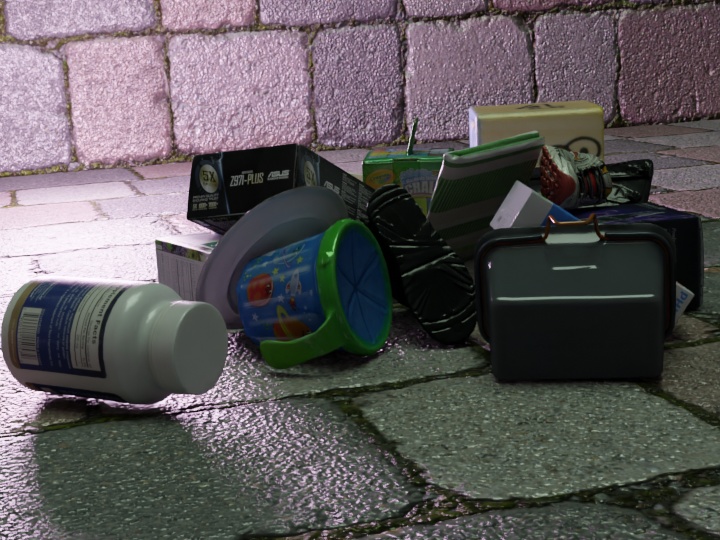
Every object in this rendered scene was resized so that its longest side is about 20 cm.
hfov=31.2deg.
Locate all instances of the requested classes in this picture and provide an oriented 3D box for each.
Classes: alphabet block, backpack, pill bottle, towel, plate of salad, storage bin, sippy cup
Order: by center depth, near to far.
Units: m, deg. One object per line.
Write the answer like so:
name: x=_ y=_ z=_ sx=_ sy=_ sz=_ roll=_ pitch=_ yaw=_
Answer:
pill bottle: x=-0.225 y=0.064 z=1.189 sx=0.198 sy=0.113 sz=0.111 roll=3 pitch=12 yaw=30
storage bin: x=0.204 y=0.030 z=1.217 sx=0.197 sy=0.147 sz=0.135 roll=-2 pitch=21 yaw=8
sippy cup: x=-0.052 y=0.026 z=1.326 sx=0.129 sy=0.142 sz=0.177 roll=-10 pitch=-4 yaw=26
plate of salad: x=-0.099 y=-0.018 z=1.409 sx=0.199 sy=0.201 sz=0.048 roll=-13 pitch=49 yaw=-42
towel: x=0.132 y=-0.071 z=1.528 sx=0.151 sy=0.201 sz=0.023 roll=-17 pitch=52 yaw=-32
backpack: x=0.275 y=-0.073 z=1.703 sx=0.197 sy=0.155 sz=0.164 roll=10 pitch=43 yaw=12
alphabet block: x=0.277 y=-0.166 z=2.051 sx=0.197 sy=0.198 sz=0.197 roll=-2 pitch=12 yaw=2

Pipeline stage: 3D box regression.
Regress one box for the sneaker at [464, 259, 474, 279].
sneaker: x=0.185 y=-0.014 z=1.575 sx=0.198 sy=0.082 sz=0.075 roll=-9 pitch=14 yaw=-21

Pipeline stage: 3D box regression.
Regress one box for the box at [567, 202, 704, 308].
box: x=0.271 y=-0.013 z=1.474 sx=0.197 sy=0.106 sz=0.148 roll=-5 pitch=10 yaw=-10

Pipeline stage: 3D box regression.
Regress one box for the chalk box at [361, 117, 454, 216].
chalk box: x=0.067 y=-0.105 z=1.758 sx=0.122 sy=0.203 sz=0.124 roll=-2 pitch=10 yaw=7

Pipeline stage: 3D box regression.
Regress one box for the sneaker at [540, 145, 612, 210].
sneaker: x=0.252 y=-0.109 z=1.501 sx=0.081 sy=0.079 sz=0.200 roll=0 pitch=9 yaw=13

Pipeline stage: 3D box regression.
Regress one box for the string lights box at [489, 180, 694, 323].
string lights box: x=0.236 y=-0.012 z=1.334 sx=0.199 sy=0.059 sz=0.103 roll=31 pitch=7 yaw=-8

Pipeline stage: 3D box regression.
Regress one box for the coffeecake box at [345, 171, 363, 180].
coffeecake box: x=0.004 y=-0.098 z=1.909 sx=0.197 sy=0.074 sz=0.153 roll=8 pitch=-3 yaw=-8

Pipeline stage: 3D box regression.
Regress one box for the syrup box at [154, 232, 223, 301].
syrup box: x=-0.176 y=0.005 z=1.575 sx=0.078 sy=0.083 sz=0.199 roll=-9 pitch=11 yaw=-30

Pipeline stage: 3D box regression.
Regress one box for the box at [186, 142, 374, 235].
box: x=-0.097 y=-0.084 z=1.642 sx=0.162 sy=0.087 sz=0.199 roll=-3 pitch=-15 yaw=31

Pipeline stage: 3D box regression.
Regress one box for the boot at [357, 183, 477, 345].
boot: x=0.061 y=0.008 z=1.418 sx=0.073 sy=0.200 sz=0.163 roll=-28 pitch=-16 yaw=-9
